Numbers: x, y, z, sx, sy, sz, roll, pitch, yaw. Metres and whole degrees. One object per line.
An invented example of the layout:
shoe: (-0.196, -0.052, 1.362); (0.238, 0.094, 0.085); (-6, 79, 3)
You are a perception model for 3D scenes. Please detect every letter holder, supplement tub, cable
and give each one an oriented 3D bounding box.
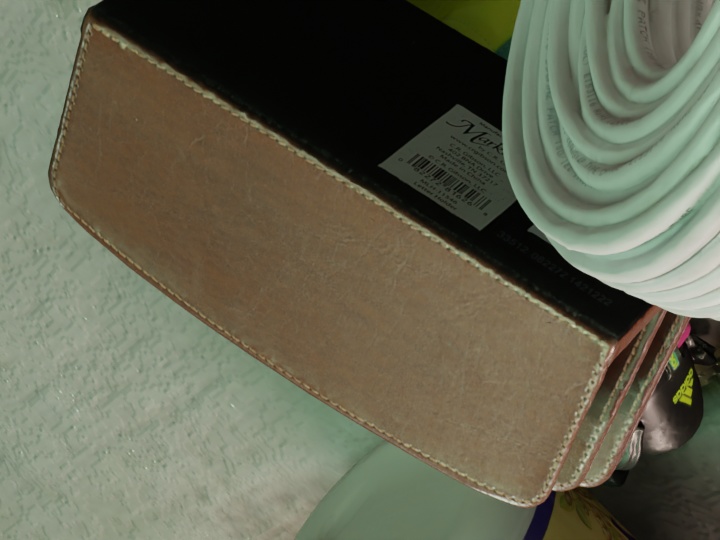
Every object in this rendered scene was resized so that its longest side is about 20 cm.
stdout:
letter holder: (0.000, 0.000, 0.840); (0.199, 0.101, 0.143); (33, 129, 15)
supplement tub: (0.072, 0.170, 1.059); (0.200, 0.146, 0.145); (44, 150, -21)
cable: (0.110, -0.086, 0.673); (0.069, 0.201, 0.200); (18, -170, -18)

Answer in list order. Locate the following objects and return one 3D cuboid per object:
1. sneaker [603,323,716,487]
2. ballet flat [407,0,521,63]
sneaker: (0.097, 0.023, 0.935); (0.087, 0.074, 0.200); (37, 153, 9)
ballet flat: (0.009, -0.064, 0.929); (0.067, 0.067, 0.200); (47, 149, -13)
